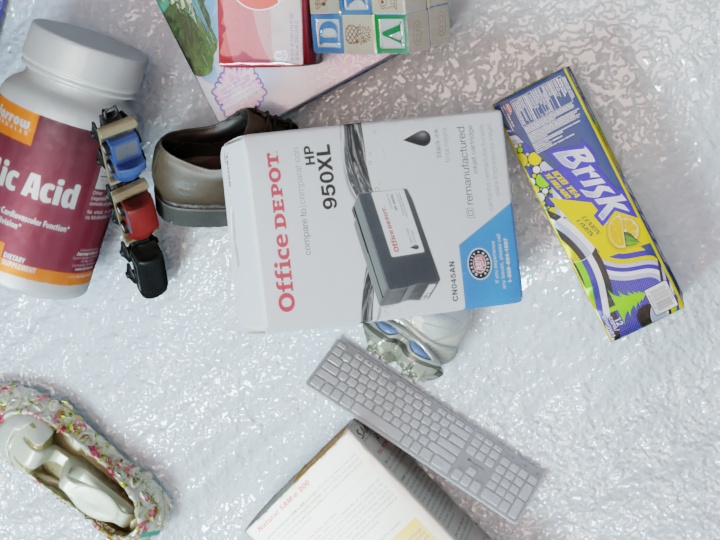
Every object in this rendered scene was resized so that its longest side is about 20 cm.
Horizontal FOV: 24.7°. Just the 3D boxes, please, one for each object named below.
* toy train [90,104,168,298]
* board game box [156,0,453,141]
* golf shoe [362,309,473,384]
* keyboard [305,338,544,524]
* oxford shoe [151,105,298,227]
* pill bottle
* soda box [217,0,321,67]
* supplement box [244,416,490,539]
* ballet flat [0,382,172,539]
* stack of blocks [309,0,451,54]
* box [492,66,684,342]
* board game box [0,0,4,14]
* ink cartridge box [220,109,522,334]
[{"bbox_3d":[-0.176,-0.048,1.276,0.034,0.201,0.046,-22,51,-14],"label":"toy train"},{"bbox_3d":[-0.060,-0.232,1.282,0.199,0.041,0.200,-27,92,15],"label":"board game box"},{"bbox_3d":[0.000,0.000,1.302,0.200,0.078,0.097,35,84,2],"label":"golf shoe"},{"bbox_3d":[0.051,0.127,1.310,0.199,0.056,0.011,33,136,5],"label":"keyboard"},{"bbox_3d":[-0.062,-0.085,1.266,0.199,0.073,0.085,-7,135,-5],"label":"oxford shoe"},{"bbox_3d":[-0.242,-0.088,1.305,0.114,0.114,0.201,21,102,8],"label":"pill bottle"},{"bbox_3d":[-0.068,-0.253,1.227,0.070,0.063,0.201,0,99,12],"label":"soda box"},{"bbox_3d":[0.023,0.229,1.318,0.126,0.074,0.200,-44,88,15],"label":"supplement box"},{"bbox_3d":[-0.245,0.159,1.369,0.199,0.064,0.076,31,104,6],"label":"ballet flat"},{"bbox_3d":[0.020,-0.259,1.180,0.115,0.058,0.201,6,108,35],"label":"stack of blocks"},{"bbox_3d":[0.174,-0.051,1.246,0.064,0.070,0.201,-26,93,12],"label":"box"},{"bbox_3d":[-0.369,-0.167,1.267,0.096,0.200,0.160,18,102,8],"label":"board game box"},{"bbox_3d":[0.007,-0.035,1.213,0.199,0.084,0.146,-7,90,-15],"label":"ink cartridge box"}]
